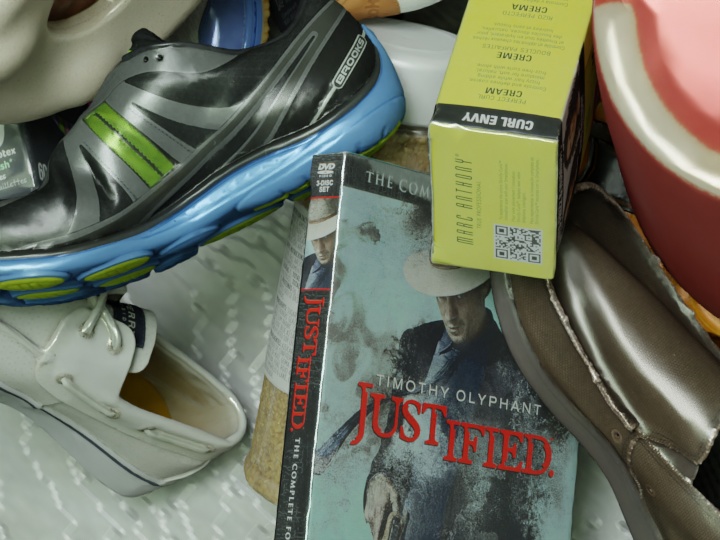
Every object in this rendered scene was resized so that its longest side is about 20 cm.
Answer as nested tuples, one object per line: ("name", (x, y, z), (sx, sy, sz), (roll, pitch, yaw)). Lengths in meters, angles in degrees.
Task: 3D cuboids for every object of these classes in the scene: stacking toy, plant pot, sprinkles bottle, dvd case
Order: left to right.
("stacking toy", (-0.154, -0.170, 0.994), (0.146, 0.146, 0.200), (-43, 73, 7))
("sprinkles bottle", (0.000, 0.000, 1.044), (0.068, 0.068, 0.201), (16, 108, 15))
("dvd case", (0.029, 0.067, 0.963), (0.022, 0.145, 0.202), (-4, 77, 46))
("plant pot", (0.170, -0.076, 0.915), (0.199, 0.177, 0.202), (-2, 82, 17))

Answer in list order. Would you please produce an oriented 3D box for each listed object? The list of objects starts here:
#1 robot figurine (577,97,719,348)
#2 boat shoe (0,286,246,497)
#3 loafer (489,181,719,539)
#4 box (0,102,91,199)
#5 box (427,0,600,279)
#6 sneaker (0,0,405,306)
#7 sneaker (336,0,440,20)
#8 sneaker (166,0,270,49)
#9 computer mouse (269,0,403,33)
("robot figurine", (0.133, -0.027, 1.048), (0.199, 0.058, 0.146), (21, 90, 14))
("boat shoe", (-0.117, 0.028, 1.039), (0.069, 0.200, 0.071), (-22, 47, 24))
("loafer", (0.123, 0.047, 0.972), (0.071, 0.073, 0.201), (-25, 99, 49))
("box", (-0.182, -0.108, 1.102), (0.105, 0.122, 0.201), (-15, 82, 13))
("box", (0.070, -0.094, 0.967), (0.050, 0.076, 0.201), (8, 47, 11))
("sneaker", (-0.082, -0.045, 0.967), (0.199, 0.071, 0.083), (-26, 83, -5))
("sneaker", (-0.020, -0.191, 0.988), (0.084, 0.073, 0.201), (-24, 99, 1))
("sneaker", (-0.108, -0.160, 1.097), (0.075, 0.088, 0.201), (-32, 75, 34))
("computer mouse", (-0.018, -0.179, 1.083), (0.052, 0.138, 0.201), (-16, 88, -25))
